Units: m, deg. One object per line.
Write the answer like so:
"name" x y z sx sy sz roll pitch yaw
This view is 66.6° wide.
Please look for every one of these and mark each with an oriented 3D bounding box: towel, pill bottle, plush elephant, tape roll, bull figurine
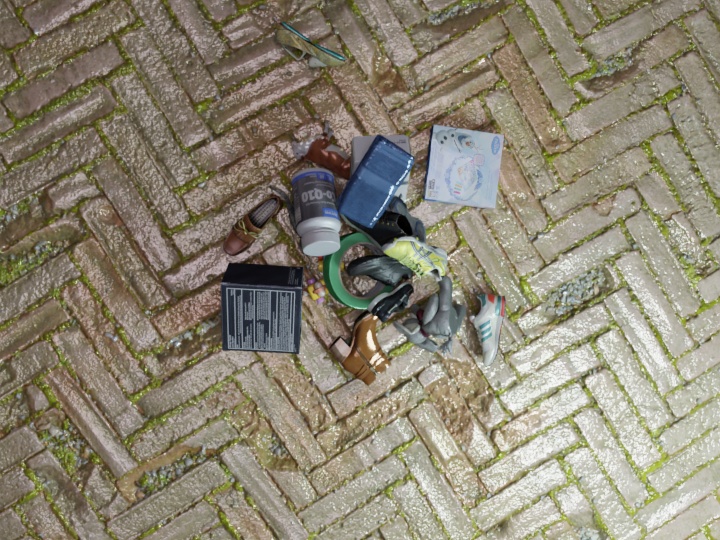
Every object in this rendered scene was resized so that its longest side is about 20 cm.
"towel" 0.034 -0.206 1.288 0.111 0.049 0.201 29 106 -15
"pill bottle" -0.110 -0.146 1.384 0.113 0.114 0.202 -8 71 -4
"plush elephant" 0.180 0.138 1.463 0.154 0.165 0.201 -6 53 30
"tape roll" 0.000 0.000 1.449 0.199 0.048 0.202 -1 92 -27
"bull figurine" -0.081 -0.314 1.446 0.199 0.065 0.122 26 123 -13

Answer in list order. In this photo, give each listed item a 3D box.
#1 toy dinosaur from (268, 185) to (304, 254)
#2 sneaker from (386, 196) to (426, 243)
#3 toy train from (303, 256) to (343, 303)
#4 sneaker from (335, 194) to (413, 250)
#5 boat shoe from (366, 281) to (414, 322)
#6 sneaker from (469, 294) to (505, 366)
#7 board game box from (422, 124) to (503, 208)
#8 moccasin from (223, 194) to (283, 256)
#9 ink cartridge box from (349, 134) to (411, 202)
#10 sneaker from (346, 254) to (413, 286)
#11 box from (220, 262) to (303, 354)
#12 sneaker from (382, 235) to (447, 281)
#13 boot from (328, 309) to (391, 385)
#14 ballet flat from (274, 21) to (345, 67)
"toy dinosaur" -0.167 -0.147 1.444 0.047 0.088 0.201 -15 109 33
"sneaker" 0.109 -0.116 1.461 0.200 0.087 0.075 48 47 -33
"toy train" -0.132 0.004 1.468 0.150 0.056 0.201 37 89 -6
"sneaker" 0.037 -0.138 1.368 0.200 0.106 0.075 38 52 -18
"boat shoe" 0.091 0.085 1.429 0.060 0.199 0.076 46 128 15
"sneaker" 0.343 0.161 1.517 0.093 0.070 0.202 11 94 13
"board game box" 0.279 -0.281 1.496 0.197 0.043 0.202 7 92 -4
"moccasin" -0.282 -0.119 1.438 0.201 0.078 0.074 -40 95 -2
"ink cartridge box" 0.047 -0.242 1.396 0.143 0.201 0.084 -3 57 -5
"sneaker" 0.059 0.001 1.412 0.198 0.076 0.092 -9 99 -25
"box" -0.248 0.095 1.399 0.196 0.124 0.202 3 117 -6
"sneaker" 0.143 -0.030 1.372 0.199 0.075 0.077 14 61 -28
"boot" 0.032 0.200 1.484 0.155 0.074 0.200 45 100 -4
"ballet flat" -0.137 -0.577 1.444 0.199 0.071 0.071 28 90 -6
